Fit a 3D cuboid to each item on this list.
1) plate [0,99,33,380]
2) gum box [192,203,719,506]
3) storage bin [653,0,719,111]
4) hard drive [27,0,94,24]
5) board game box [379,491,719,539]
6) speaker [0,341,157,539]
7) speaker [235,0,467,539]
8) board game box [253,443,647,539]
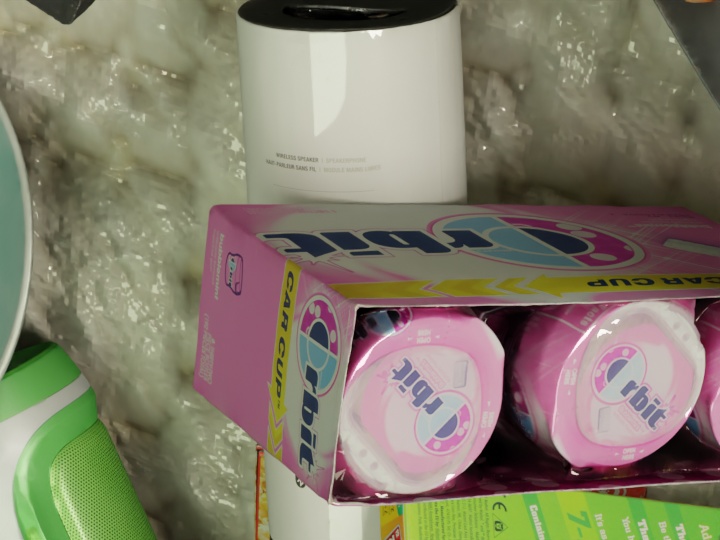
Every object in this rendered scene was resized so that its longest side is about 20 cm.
[{"bbox_3d":[-0.212,-0.012,1.043,0.199,0.026,0.202,0,90,23],"label":"plate"},{"bbox_3d":[0.059,0.024,0.855,0.113,0.199,0.067,32,119,59],"label":"gum box"},{"bbox_3d":[0.174,-0.087,0.750,0.134,0.145,0.201,-42,61,28],"label":"storage bin"},{"bbox_3d":[-0.119,-0.201,0.909,0.139,0.038,0.201,32,129,3],"label":"hard drive"},{"bbox_3d":[0.100,0.130,0.929,0.199,0.096,0.030,8,156,-24],"label":"board game box"},{"bbox_3d":[-0.116,0.135,1.075,0.088,0.088,0.201,-19,99,33],"label":"speaker"},{"bbox_3d":[0.000,0.000,0.930,0.081,0.081,0.202,4,110,23],"label":"speaker"},{"bbox_3d":[0.030,0.159,1.065,0.150,0.046,0.201,16,126,16],"label":"board game box"}]
